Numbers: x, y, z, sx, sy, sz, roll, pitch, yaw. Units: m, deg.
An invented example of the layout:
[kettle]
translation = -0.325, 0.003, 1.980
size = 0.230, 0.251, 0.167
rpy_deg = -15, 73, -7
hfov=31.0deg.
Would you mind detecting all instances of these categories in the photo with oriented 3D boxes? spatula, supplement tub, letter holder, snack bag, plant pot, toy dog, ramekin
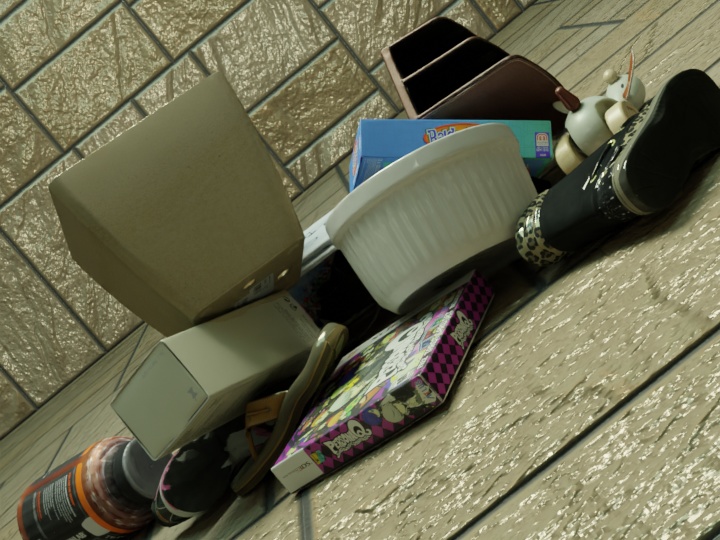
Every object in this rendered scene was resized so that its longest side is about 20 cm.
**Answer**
[spatula]
translation = 0.004, 0.061, 1.442
size = 0.200, 0.021, 0.057
rpy_deg = -43, 9, -17
[supplement tub]
translation = -0.287, 0.248, 1.432
size = 0.200, 0.107, 0.107
rpy_deg = -32, 12, 39
[letter holder]
translation = 0.140, -0.206, 1.434
size = 0.142, 0.101, 0.200
rpy_deg = -30, -25, 20
[snack bag]
translation = -0.077, -0.010, 1.451
size = 0.188, 0.021, 0.200
rpy_deg = -37, 9, 17
[plant pot]
translation = -0.163, -0.036, 1.279
size = 0.200, 0.177, 0.200
rpy_deg = -36, -14, -17
[toy dog]
translation = 0.247, -0.174, 1.370
size = 0.132, 0.096, 0.200
rpy_deg = -37, 10, 11
[ramekin]
translation = 0.078, -0.042, 1.218
size = 0.200, 0.105, 0.200
rpy_deg = -27, -11, -6

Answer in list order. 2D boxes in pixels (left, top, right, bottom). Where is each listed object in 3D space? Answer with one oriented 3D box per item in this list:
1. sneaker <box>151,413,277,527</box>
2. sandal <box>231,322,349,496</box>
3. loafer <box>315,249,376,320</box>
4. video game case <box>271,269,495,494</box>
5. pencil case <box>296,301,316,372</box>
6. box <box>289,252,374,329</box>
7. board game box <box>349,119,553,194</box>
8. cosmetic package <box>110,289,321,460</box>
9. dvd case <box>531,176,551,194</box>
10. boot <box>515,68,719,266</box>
[sneaker]
translation = -0.150, 0.183, 1.316
size = 0.200, 0.080, 0.086
rpy_deg = -41, -4, -45
[sandal]
translation = -0.076, 0.124, 1.223
size = 0.200, 0.054, 0.080
rpy_deg = -61, -3, 24
[loafer]
translation = 0.000, 0.000, 1.449
size = 0.073, 0.071, 0.200
rpy_deg = -42, 8, -28
[video game case]
translation = 0.024, 0.096, 1.156
size = 0.181, 0.036, 0.200
rpy_deg = -36, 10, 31
[pencil case]
translation = -0.091, 0.080, 1.448
size = 0.086, 0.083, 0.200
rpy_deg = -36, -2, -8
[box]
translation = -0.027, 0.004, 1.554
size = 0.200, 0.110, 0.035
rpy_deg = -38, 10, 10
[board game box]
translation = 0.092, -0.117, 1.394
size = 0.200, 0.045, 0.152
rpy_deg = 0, -14, -5
[cosmetic package]
translation = -0.131, 0.096, 1.241
size = 0.104, 0.073, 0.200
rpy_deg = -48, -14, 30
[dvd case]
translation = 0.091, -0.062, 1.421
size = 0.142, 0.018, 0.200
rpy_deg = 9, -27, -38
[boot]
translation = 0.228, -0.090, 1.133
size = 0.154, 0.074, 0.204
rpy_deg = -34, 9, 47
